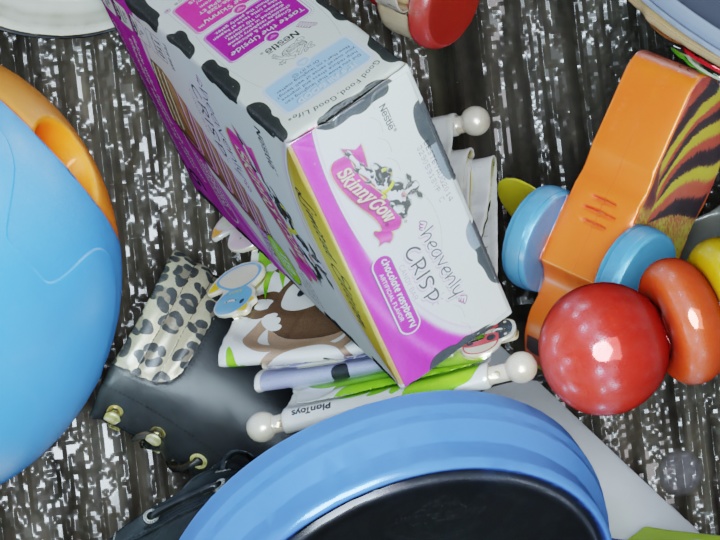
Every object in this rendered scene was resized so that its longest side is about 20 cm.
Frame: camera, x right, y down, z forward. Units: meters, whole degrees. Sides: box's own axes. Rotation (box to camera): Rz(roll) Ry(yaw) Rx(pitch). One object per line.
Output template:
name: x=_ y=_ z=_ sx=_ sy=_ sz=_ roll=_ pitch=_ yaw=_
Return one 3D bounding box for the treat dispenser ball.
treat dispenser ball: x=-0.199 y=0.001 z=1.237 sx=0.199 sy=0.201 sz=0.203 roll=0 pitch=89 yaw=-7

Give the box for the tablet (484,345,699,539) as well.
tablet: x=0.084 y=0.137 z=1.322 sx=0.200 sy=0.014 sz=0.130 roll=43 pitch=71 yaw=-23

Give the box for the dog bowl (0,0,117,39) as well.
dog bowl: x=-0.135 y=-0.206 z=1.268 sx=0.199 sy=0.074 sz=0.202 roll=-10 pitch=113 yaw=-25

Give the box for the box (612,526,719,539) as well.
box: x=0.170 y=0.191 z=1.285 sx=0.048 sy=0.122 sz=0.201 roll=-32 pitch=100 yaw=-20

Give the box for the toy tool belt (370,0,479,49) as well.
toy tool belt: x=0.031 y=-0.205 z=1.324 sx=0.122 sy=0.125 sz=0.201 roll=24 pitch=82 yaw=31

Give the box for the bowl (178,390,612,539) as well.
bowl: x=0.014 y=0.138 z=1.216 sx=0.199 sy=0.039 sz=0.202 roll=-14 pitch=133 yaw=-15

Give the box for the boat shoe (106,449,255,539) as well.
boat shoe: x=-0.055 y=0.112 z=1.251 sx=0.199 sy=0.066 sz=0.074 roll=-36 pitch=130 yaw=15

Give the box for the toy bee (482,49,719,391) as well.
toy bee: x=0.101 y=0.007 z=1.296 sx=0.200 sy=0.109 sz=0.131 roll=-43 pitch=58 yaw=4

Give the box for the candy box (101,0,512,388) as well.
candy box: x=-0.029 y=-0.057 z=1.224 sx=0.061 sy=0.200 sz=0.137 roll=-34 pitch=128 yaw=-12

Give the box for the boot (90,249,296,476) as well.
boot: x=-0.058 y=0.106 z=1.318 sx=0.153 sy=0.073 sz=0.205 roll=26 pitch=82 yaw=-3

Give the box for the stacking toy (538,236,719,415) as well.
stacking toy: x=0.167 y=0.010 z=1.209 sx=0.199 sy=0.085 sz=0.086 roll=-19 pitch=91 yaw=-15

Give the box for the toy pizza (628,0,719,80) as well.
toy pizza: x=0.186 y=-0.115 z=1.303 sx=0.199 sy=0.201 sz=0.032 roll=23 pitch=119 yaw=-6

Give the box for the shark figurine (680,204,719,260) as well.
shark figurine: x=0.172 y=0.015 z=1.342 sx=0.089 sy=0.128 sz=0.216 roll=-8 pitch=116 yaw=-16

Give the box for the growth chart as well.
growth chart: x=0.000 y=0.000 z=1.268 sx=0.144 sy=0.201 sz=0.018 roll=-17 pitch=128 yaw=10
